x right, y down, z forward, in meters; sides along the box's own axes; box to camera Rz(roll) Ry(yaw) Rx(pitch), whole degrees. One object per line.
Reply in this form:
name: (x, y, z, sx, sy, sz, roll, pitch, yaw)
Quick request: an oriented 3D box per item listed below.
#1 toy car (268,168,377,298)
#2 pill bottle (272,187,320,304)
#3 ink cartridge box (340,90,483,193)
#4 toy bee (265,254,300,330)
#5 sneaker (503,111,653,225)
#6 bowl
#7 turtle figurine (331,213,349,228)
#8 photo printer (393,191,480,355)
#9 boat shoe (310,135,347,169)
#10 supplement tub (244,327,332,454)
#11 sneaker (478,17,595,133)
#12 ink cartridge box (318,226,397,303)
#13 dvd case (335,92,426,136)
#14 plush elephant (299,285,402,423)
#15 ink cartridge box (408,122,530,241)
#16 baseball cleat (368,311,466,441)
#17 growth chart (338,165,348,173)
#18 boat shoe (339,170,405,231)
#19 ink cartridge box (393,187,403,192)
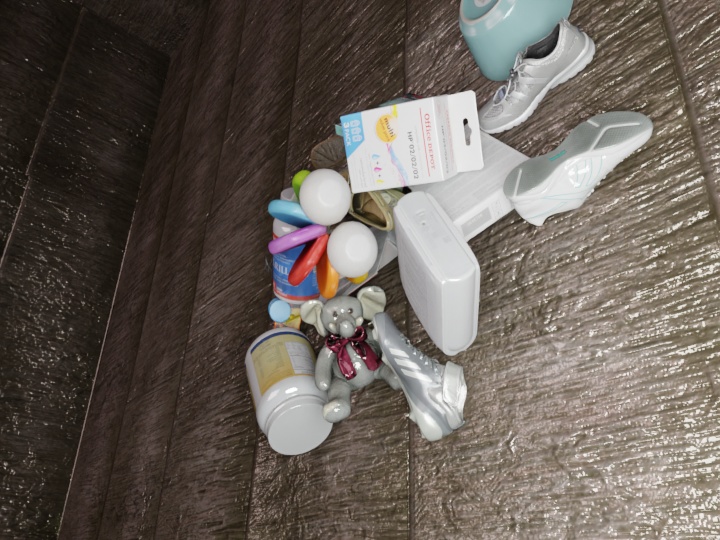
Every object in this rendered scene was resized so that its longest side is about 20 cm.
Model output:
toy car: (-0.074, -0.052, 0.954, 0.147, 0.204, 0.175, -30, 5, -15)
pill bottle: (-0.116, -0.050, 1.152, 0.112, 0.109, 0.207, -136, 44, -55)
ink cartridge box: (0.075, -0.189, 0.883, 0.194, 0.067, 0.119, -4, 104, 30)
toy bee: (-0.144, 0.076, 1.263, 0.132, 0.105, 0.207, -116, 24, -64)
sneaker: (0.286, -0.134, 0.782, 0.197, 0.080, 0.072, -30, 39, 18)
bowl: (0.237, -0.431, 0.980, 0.199, 0.103, 0.207, -31, 50, 43)
turtle figurine: (-0.067, -0.084, 1.238, 0.202, 0.100, 0.150, -53, 42, 9)
photo printer: (0.109, 0.014, 0.858, 0.068, 0.203, 0.169, -22, 51, -9)
boat shoe: (-0.009, -0.264, 1.238, 0.194, 0.074, 0.065, -21, 6, 13)
supplement tub: (-0.135, 0.223, 1.119, 0.146, 0.142, 0.202, -54, 36, 19)
sneaker: (0.247, -0.295, 0.897, 0.199, 0.081, 0.076, -41, 38, 27)
ink cartridge box: (0.000, 0.000, 1.087, 0.199, 0.043, 0.177, -36, 26, 40)
dvd case: (0.073, -0.260, 1.038, 0.144, 0.198, 0.023, 27, 137, 38)
plush elephant: (-0.017, 0.112, 0.982, 0.160, 0.159, 0.201, -21, 25, -3)
ink cartridge box: (0.160, -0.138, 0.915, 0.158, 0.051, 0.201, -34, 35, -4)
baseball cleat: (0.092, 0.139, 0.876, 0.105, 0.069, 0.205, -30, 77, 16)
growth chart: (-0.031, -0.189, 1.226, 0.199, 0.018, 0.143, -43, 29, -24)
boat shoe: (0.009, -0.119, 0.996, 0.198, 0.061, 0.076, 29, 126, 46)
ink cartridge box: (0.062, -0.214, 1.095, 0.202, 0.057, 0.106, -76, 0, -54)
